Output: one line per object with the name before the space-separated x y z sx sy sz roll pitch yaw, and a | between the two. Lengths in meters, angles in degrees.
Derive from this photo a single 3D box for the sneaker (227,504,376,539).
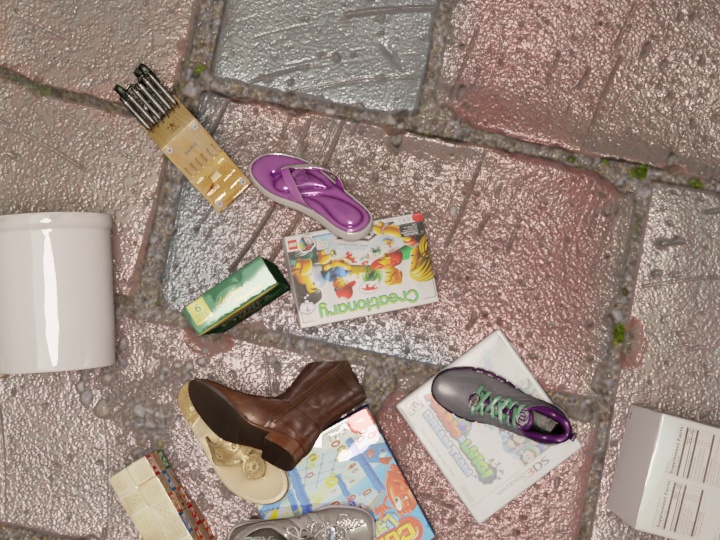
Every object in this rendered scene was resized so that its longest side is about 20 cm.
sneaker | -0.077 0.354 1.267 0.198 0.082 0.076 -10 86 0

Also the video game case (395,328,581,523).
video game case | 0.178 0.215 1.361 0.181 0.024 0.201 -36 87 -2

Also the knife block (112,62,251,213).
knife block | -0.256 -0.193 1.379 0.064 0.176 0.200 -41 132 -1

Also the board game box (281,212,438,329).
board game box | 0.000 0.000 1.355 0.198 0.035 0.128 -11 87 -11

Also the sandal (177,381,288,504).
sandal | -0.182 0.224 1.303 0.077 0.070 0.212 -41 66 -8

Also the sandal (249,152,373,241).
sandal | -0.064 -0.115 1.347 0.201 0.050 0.083 31 57 17

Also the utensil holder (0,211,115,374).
utensil holder | -0.411 0.031 1.306 0.168 0.170 0.203 -3 89 0

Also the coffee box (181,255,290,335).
coffee box | -0.158 0.036 1.286 0.122 0.200 0.044 -33 87 -2

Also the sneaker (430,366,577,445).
sneaker | 0.193 0.179 1.309 0.198 0.088 0.075 18 86 0

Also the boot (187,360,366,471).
boot | -0.105 0.160 1.310 0.186 0.200 0.065 34 129 12

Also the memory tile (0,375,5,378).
memory tile | -0.591 0.085 1.376 0.197 0.017 0.155 -4 86 0

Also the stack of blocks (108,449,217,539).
stack of blocks | -0.249 0.342 1.309 0.058 0.115 0.201 -31 86 -2

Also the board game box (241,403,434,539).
board game box | -0.030 0.318 1.339 0.199 0.056 0.197 -29 86 -2

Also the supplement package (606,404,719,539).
supplement package | 0.453 0.279 1.292 0.198 0.152 0.152 15 87 1
